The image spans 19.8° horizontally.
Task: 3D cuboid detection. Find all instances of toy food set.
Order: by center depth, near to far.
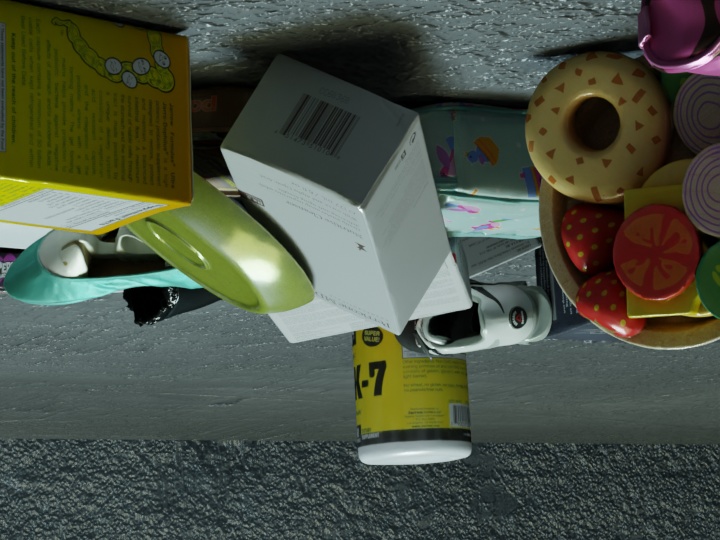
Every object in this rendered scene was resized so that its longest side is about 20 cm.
[{"bbox_3d":[0.199,-0.050,1.323,0.197,0.202,0.049,-5,172,32],"label":"toy food set"}]

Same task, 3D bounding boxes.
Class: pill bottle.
[{"bbox_3d":[0.048,0.086,2.031,0.113,0.202,0.114,-3,170,-1],"label":"pill bottle"}]

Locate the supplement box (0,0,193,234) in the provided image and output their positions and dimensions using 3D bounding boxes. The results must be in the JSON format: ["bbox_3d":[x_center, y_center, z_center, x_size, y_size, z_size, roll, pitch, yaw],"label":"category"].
[{"bbox_3d":[-0.211,-0.093,1.236,0.199,0.110,0.108,7,166,-40],"label":"supplement box"}]

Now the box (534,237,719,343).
[{"bbox_3d":[0.281,-0.007,1.814,0.195,0.118,0.200,1,170,-20],"label":"box"}]

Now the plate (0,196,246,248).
[{"bbox_3d":[-0.224,-0.049,1.689,0.198,0.033,0.199,6,167,-37],"label":"plate"}]

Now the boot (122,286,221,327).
[{"bbox_3d":[-0.103,-0.007,1.739,0.162,0.074,0.198,-16,-179,-30],"label":"boot"}]

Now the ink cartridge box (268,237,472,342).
[{"bbox_3d":[0.000,0.000,1.627,0.160,0.050,0.200,-11,161,6],"label":"ink cartridge box"}]

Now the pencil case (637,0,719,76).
[{"bbox_3d":[0.241,-0.136,1.185,0.199,0.092,0.093,10,164,-43],"label":"pencil case"}]

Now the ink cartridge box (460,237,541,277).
[{"bbox_3d":[0.037,0.008,1.850,0.199,0.044,0.173,-23,180,-29],"label":"ink cartridge box"}]

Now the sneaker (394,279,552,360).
[{"bbox_3d":[0.077,0.042,1.884,0.088,0.075,0.199,-7,177,-36],"label":"sneaker"}]

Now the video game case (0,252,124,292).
[{"bbox_3d":[-0.313,0.003,1.857,0.180,0.036,0.200,1,179,-15],"label":"video game case"}]

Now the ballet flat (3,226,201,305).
[{"bbox_3d":[-0.195,-0.018,1.641,0.198,0.068,0.071,-5,145,8],"label":"ballet flat"}]

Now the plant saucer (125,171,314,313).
[{"bbox_3d":[-0.120,-0.028,1.444,0.199,0.031,0.200,34,167,9],"label":"plant saucer"}]

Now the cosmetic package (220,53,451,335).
[{"bbox_3d":[-0.012,-0.047,1.383,0.112,0.081,0.200,24,159,20],"label":"cosmetic package"}]

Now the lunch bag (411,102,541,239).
[{"bbox_3d":[0.087,-0.067,1.540,0.199,0.078,0.160,4,167,-26],"label":"lunch bag"}]

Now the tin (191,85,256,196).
[{"bbox_3d":[-0.095,-0.091,1.480,0.111,0.042,0.200,-9,168,11],"label":"tin"}]
